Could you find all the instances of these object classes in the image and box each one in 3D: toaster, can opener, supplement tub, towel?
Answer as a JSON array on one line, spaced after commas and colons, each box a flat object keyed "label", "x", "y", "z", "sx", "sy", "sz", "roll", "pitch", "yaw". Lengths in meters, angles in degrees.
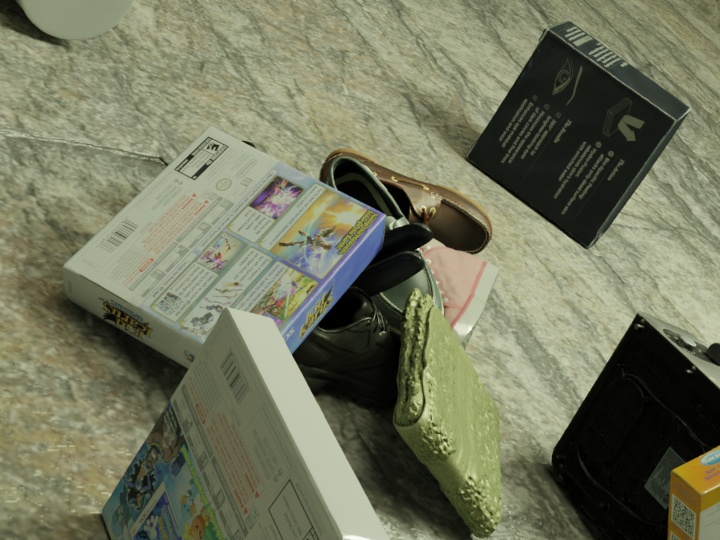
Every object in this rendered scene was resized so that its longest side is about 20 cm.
[{"label": "toaster", "x": 0.279, "y": 0.168, "z": 1.358, "sx": 0.118, "sy": 0.201, "sz": 0.181, "roll": 15, "pitch": 22, "yaw": -39}, {"label": "can opener", "x": 0.000, "y": 0.000, "z": 1.342, "sx": 0.078, "sy": 0.064, "sz": 0.199, "roll": 21, "pitch": -16, "yaw": -28}, {"label": "supplement tub", "x": -0.314, "y": -0.346, "z": 1.622, "sx": 0.139, "sy": 0.141, "sz": 0.201, "roll": 15, "pitch": 30, "yaw": -33}, {"label": "towel", "x": 0.074, "y": 0.119, "z": 1.295, "sx": 0.149, "sy": 0.036, "sz": 0.201, "roll": 57, "pitch": 18, "yaw": -25}]

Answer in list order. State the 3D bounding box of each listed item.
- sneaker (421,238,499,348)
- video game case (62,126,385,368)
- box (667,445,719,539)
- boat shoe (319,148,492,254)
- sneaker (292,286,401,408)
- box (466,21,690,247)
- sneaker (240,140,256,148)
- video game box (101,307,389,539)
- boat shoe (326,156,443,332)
[{"label": "sneaker", "x": 0.068, "y": 0.029, "z": 1.483, "sx": 0.104, "sy": 0.076, "sz": 0.200, "roll": 27, "pitch": 25, "yaw": 2}, {"label": "video game case", "x": -0.106, "y": -0.010, "z": 1.235, "sx": 0.180, "sy": 0.046, "sz": 0.200, "roll": 27, "pitch": 51, "yaw": 19}, {"label": "box", "x": 0.305, "y": 0.225, "z": 1.259, "sx": 0.118, "sy": 0.202, "sz": 0.041, "roll": -22, "pitch": 39, "yaw": -24}, {"label": "boat shoe", "x": 0.047, "y": -0.063, "z": 1.626, "sx": 0.198, "sy": 0.071, "sz": 0.070, "roll": 21, "pitch": 19, "yaw": -6}, {"label": "sneaker", "x": -0.002, "y": 0.061, "z": 1.316, "sx": 0.199, "sy": 0.091, "sz": 0.076, "roll": 8, "pitch": 33, "yaw": -45}, {"label": "box", "x": 0.275, "y": -0.174, "z": 1.946, "sx": 0.199, "sy": 0.198, "sz": 0.117, "roll": 37, "pitch": 24, "yaw": 9}, {"label": "sneaker", "x": -0.096, "y": -0.066, "z": 1.424, "sx": 0.199, "sy": 0.098, "sz": 0.071, "roll": 14, "pitch": 28, "yaw": -38}, {"label": "video game box", "x": -0.077, "y": 0.157, "z": 0.940, "sx": 0.046, "sy": 0.183, "sz": 0.201, "roll": 16, "pitch": 29, "yaw": -38}, {"label": "boat shoe", "x": 0.016, "y": -0.025, "z": 1.431, "sx": 0.072, "sy": 0.062, "sz": 0.201, "roll": -22, "pitch": 55, "yaw": -8}]
